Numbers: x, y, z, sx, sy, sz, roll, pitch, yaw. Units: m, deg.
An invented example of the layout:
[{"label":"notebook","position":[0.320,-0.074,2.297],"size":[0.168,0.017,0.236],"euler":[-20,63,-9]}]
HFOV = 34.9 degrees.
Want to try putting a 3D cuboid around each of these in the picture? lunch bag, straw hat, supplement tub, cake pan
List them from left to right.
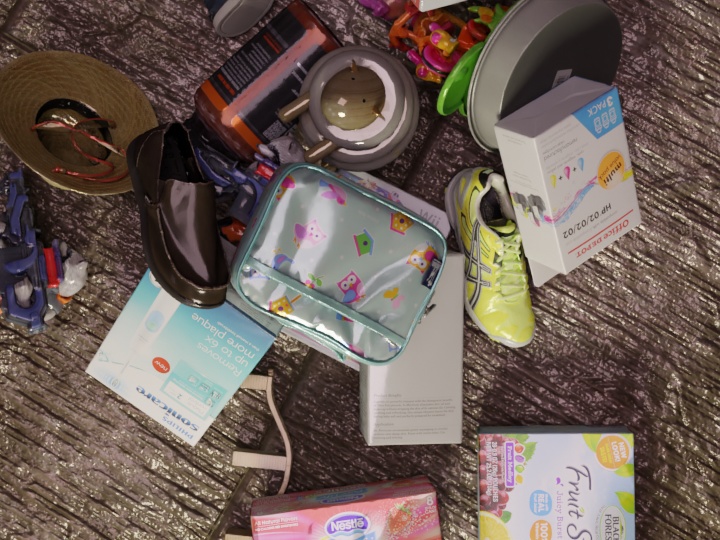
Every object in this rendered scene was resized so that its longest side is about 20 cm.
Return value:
[{"label":"straw hat","position":[-0.321,-0.139,1.261],"size":[0.201,0.201,0.085],"euler":[40,136,3]},{"label":"supplement tub","position":[-0.106,-0.190,1.238],"size":[0.200,0.107,0.107],"euler":[-41,87,4]},{"label":"lunch bag","position":[-0.020,-0.002,1.119],"size":[0.199,0.077,0.161],"euler":[27,86,-13]},{"label":"cake pan","position":[0.195,-0.201,1.176],"size":[0.201,0.200,0.037],"euler":[-49,54,2]}]

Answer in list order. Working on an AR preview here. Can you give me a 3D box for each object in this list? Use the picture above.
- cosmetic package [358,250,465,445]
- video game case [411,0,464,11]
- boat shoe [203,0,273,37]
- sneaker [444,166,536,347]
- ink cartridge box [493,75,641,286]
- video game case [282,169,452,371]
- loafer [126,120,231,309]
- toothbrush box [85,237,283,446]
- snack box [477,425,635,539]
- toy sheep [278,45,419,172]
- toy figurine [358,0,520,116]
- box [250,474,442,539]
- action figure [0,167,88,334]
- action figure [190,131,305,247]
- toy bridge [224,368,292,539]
[{"label":"cosmetic package","position":[0.053,0.080,1.223],"size":[0.107,0.085,0.202],"euler":[1,94,-7]},{"label":"video game case","position":[0.077,-0.345,1.190],"size":[0.142,0.018,0.201],"euler":[-18,51,-19]},{"label":"boat shoe","position":[-0.097,-0.337,1.236],"size":[0.200,0.075,0.062],"euler":[-41,69,33]},{"label":"sneaker","position":[0.143,-0.013,1.228],"size":[0.075,0.076,0.202],"euler":[-19,91,-19]},{"label":"ink cartridge box","position":[0.219,-0.080,1.173],"size":[0.115,0.068,0.201],"euler":[-32,122,-20]},{"label":"video game case","position":[0.000,0.000,1.275],"size":[0.142,0.018,0.201],"euler":[26,92,4]},{"label":"loafer","position":[-0.172,-0.058,1.097],"size":[0.071,0.073,0.201],"euler":[-42,64,43]},{"label":"toothbrush box","position":[-0.178,0.066,1.201],"size":[0.146,0.085,0.200],"euler":[36,127,-5]},{"label":"snack box","position":[0.210,0.271,1.235],"size":[0.167,0.068,0.202],"euler":[0,91,4]},{"label":"toy sheep","position":[-0.003,-0.162,1.164],"size":[0.136,0.200,0.139],"euler":[0,93,7]},{"label":"toy figurine","position":[0.069,-0.266,1.204],"size":[0.184,0.200,0.151],"euler":[37,134,15]},{"label":"box","position":[-0.014,0.287,1.225],"size":[0.198,0.095,0.104],"euler":[-6,90,-4]},{"label":"action figure","position":[-0.398,-0.004,1.277],"size":[0.191,0.105,0.202],"euler":[-5,64,-3]},{"label":"action figure","position":[-0.129,-0.072,1.212],"size":[0.200,0.105,0.194],"euler":[39,112,1]},{"label":"toy bridge","position":[-0.110,0.210,1.278],"size":[0.067,0.027,0.202],"euler":[6,90,2]}]
